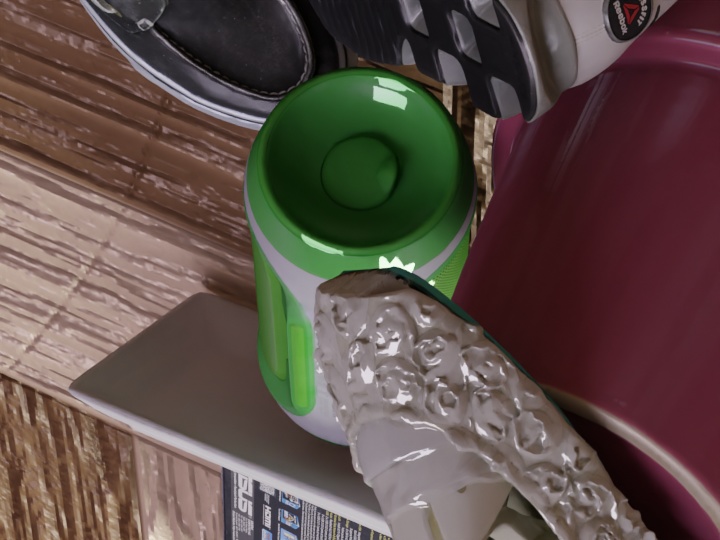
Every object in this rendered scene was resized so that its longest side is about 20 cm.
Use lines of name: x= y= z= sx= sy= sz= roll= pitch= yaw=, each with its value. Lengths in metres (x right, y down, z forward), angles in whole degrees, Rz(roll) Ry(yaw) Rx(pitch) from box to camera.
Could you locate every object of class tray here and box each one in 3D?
tray: x=-0.010 y=0.069 z=1.222 sx=0.200 sy=0.107 sz=0.022 roll=21 pitch=120 yaw=22

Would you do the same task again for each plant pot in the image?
plant pot: x=0.111 y=0.022 z=1.000 sx=0.200 sy=0.179 sz=0.200 roll=24 pitch=144 yaw=19

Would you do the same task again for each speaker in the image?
speaker: x=0.000 y=0.000 z=1.118 sx=0.088 sy=0.089 sz=0.200 roll=29 pitch=161 yaw=11

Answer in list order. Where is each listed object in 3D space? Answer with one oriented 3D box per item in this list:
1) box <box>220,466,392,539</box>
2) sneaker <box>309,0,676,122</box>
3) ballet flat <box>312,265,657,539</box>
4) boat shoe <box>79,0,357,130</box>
box: x=0.014 y=0.156 z=1.355 sx=0.161 sy=0.049 sz=0.200 roll=26 pitch=144 yaw=19
sneaker: x=0.037 y=-0.112 z=1.008 sx=0.200 sy=0.088 sz=0.074 roll=37 pitch=150 yaw=48
ballet flat: x=0.051 y=0.086 z=0.912 sx=0.200 sy=0.072 sz=0.072 roll=47 pitch=144 yaw=-13
boat shoe: x=-0.084 y=-0.121 z=1.078 sx=0.200 sy=0.072 sz=0.071 roll=40 pitch=-178 yaw=-3
